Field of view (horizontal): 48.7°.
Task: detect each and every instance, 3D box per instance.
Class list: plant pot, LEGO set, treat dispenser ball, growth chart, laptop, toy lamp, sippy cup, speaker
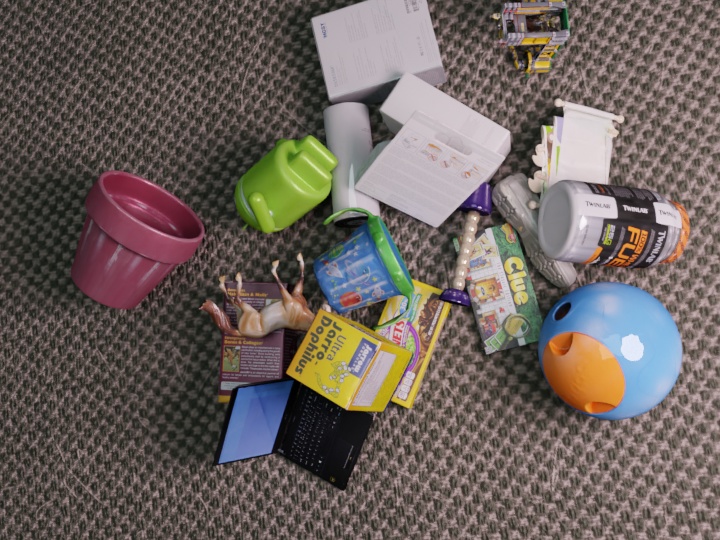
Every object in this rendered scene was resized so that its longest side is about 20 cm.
[{"bbox_3d":[-0.394,-0.041,1.354,0.200,0.200,0.179,39,107,14],"label":"plant pot"},{"bbox_3d":[0.253,-0.417,1.282,0.116,0.154,0.200,-3,89,-6],"label":"LEGO set"},{"bbox_3d":[0.362,0.116,1.162,0.201,0.201,0.201,-2,82,11],"label":"treat dispenser ball"},{"bbox_3d":[0.339,-0.176,1.261,0.145,0.018,0.200,17,79,-12],"label":"growth chart"},{"bbox_3d":[-0.107,0.266,1.248,0.200,0.103,0.177,27,123,13],"label":"laptop"},{"bbox_3d":[0.170,-0.045,1.276,0.058,0.058,0.200,13,83,13],"label":"toy lamp"},{"bbox_3d":[0.000,0.000,1.264,0.130,0.140,0.178,-25,55,7],"label":"sippy cup"},{"bbox_3d":[-0.015,-0.178,1.341,0.081,0.081,0.200,-8,81,10],"label":"speaker"}]

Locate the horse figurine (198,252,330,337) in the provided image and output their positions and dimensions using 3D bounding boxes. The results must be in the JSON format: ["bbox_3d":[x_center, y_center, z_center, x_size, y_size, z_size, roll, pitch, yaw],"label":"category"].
[{"bbox_3d":[-0.148,0.057,1.257,0.200,0.050,0.133,-16,97,-2],"label":"horse figurine"}]

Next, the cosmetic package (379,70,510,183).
[{"bbox_3d":[0.139,-0.229,1.304,0.200,0.108,0.085,35,90,13],"label":"cosmetic package"}]

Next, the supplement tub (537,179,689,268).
[{"bbox_3d":[0.380,-0.067,1.196,0.200,0.123,0.123,4,82,-15],"label":"supplement tub"}]

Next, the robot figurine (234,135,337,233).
[{"bbox_3d":[-0.129,-0.138,1.320,0.116,0.176,0.200,38,132,-23],"label":"robot figurine"}]

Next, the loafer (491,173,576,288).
[{"bbox_3d":[0.289,-0.066,1.269,0.070,0.070,0.200,-31,89,-20],"label":"loafer"}]

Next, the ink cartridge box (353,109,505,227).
[{"bbox_3d":[0.104,-0.164,1.235,0.160,0.200,0.047,25,50,-16],"label":"ink cartridge box"}]

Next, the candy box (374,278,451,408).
[{"bbox_3d":[0.072,0.115,1.311,0.102,0.026,0.200,20,87,18],"label":"candy box"}]

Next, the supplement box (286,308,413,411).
[{"bbox_3d":[-0.010,0.141,1.210,0.109,0.200,0.109,27,88,20],"label":"supplement box"}]

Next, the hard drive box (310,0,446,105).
[{"bbox_3d":[0.031,-0.378,1.361,0.200,0.077,0.156,-14,80,9],"label":"hard drive box"}]

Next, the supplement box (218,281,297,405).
[{"bbox_3d":[-0.168,0.122,1.328,0.110,0.086,0.200,1,83,11],"label":"supplement box"}]

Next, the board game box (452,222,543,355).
[{"bbox_3d":[0.226,0.029,1.294,0.105,0.023,0.200,-17,79,7],"label":"board game box"}]
